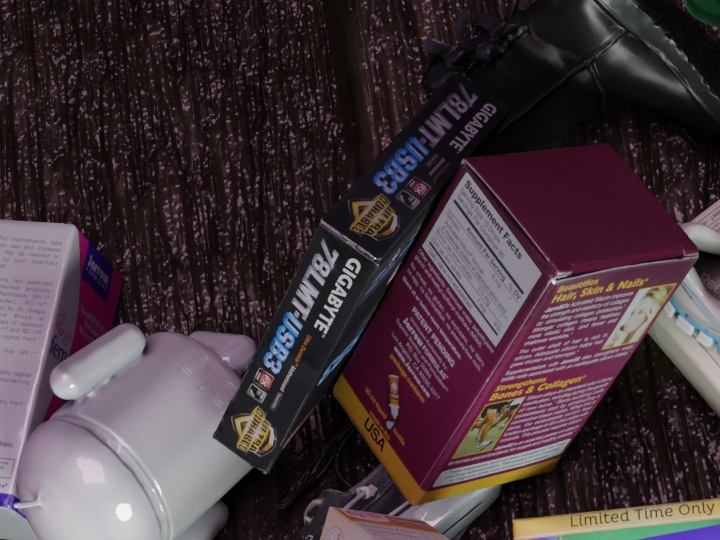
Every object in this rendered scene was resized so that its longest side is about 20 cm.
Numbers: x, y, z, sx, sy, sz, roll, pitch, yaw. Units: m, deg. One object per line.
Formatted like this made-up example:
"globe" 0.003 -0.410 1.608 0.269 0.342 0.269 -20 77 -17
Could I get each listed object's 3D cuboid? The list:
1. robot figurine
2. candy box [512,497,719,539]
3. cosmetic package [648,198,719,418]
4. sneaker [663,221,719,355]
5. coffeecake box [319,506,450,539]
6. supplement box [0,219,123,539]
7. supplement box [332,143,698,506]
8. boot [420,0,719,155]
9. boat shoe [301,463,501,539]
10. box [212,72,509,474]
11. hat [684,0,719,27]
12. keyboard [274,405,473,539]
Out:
"robot figurine" -0.142 0.118 1.319 0.112 0.170 0.200 -1 33 49
"candy box" 0.185 0.245 1.226 0.168 0.077 0.202 -9 65 14
"cosmetic package" 0.266 0.056 1.283 0.105 0.071 0.200 -35 64 -2
"sneaker" 0.258 0.036 1.206 0.199 0.087 0.075 31 77 22
"coffeecake box" 0.030 0.242 1.166 0.200 0.073 0.155 27 103 63
"supplement box" -0.243 0.075 1.393 0.102 0.101 0.202 3 70 17
"supplement box" 0.090 0.033 1.234 0.103 0.130 0.201 54 131 30
"boot" 0.151 -0.117 1.365 0.162 0.198 0.074 -37 30 27
"boat shoe" -0.005 0.172 1.299 0.199 0.072 0.071 -34 63 -14
"box" 0.000 0.000 1.264 0.050 0.199 0.200 33 40 6
"hat" 0.327 -0.137 1.296 0.199 0.166 0.177 -21 68 12
"keyboard" 0.007 0.152 1.342 0.127 0.021 0.200 33 79 23
